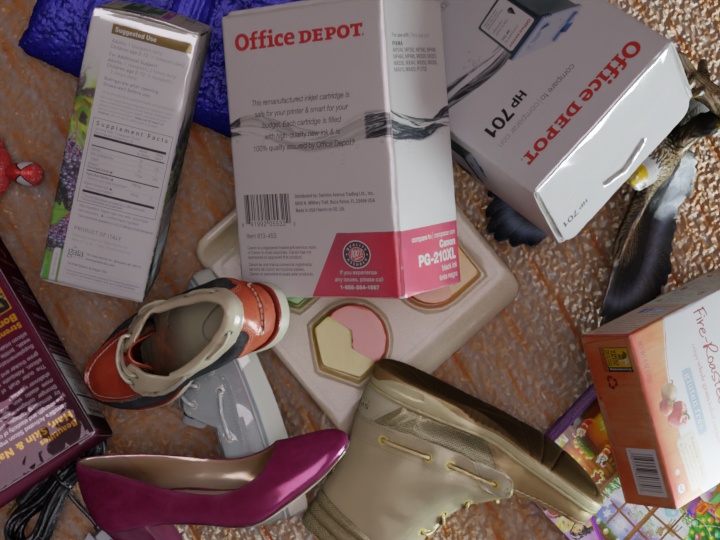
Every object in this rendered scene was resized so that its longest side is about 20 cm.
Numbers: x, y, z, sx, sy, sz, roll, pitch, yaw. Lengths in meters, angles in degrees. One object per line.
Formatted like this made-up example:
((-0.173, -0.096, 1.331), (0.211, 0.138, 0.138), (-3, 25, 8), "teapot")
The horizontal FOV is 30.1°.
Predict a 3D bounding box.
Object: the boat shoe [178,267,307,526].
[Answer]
((-0.103, 0.102, 1.017), (0.071, 0.070, 0.203), (-21, 96, -9), "boat shoe")

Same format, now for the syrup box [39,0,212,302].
((-0.170, -0.088, 0.976), (0.080, 0.079, 0.203), (13, 104, -4), "syrup box")

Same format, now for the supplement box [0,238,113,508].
((-0.280, 0.063, 0.971), (0.110, 0.086, 0.201), (-31, 84, -4), "supplement box")

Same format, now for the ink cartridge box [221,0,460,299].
((-0.014, -0.086, 0.944), (0.143, 0.084, 0.203), (0, 97, 35), "ink cartridge box")

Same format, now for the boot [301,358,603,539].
((0.068, 0.179, 1.020), (0.198, 0.073, 0.157), (28, 101, 2), "boot")

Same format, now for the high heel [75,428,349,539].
((-0.109, 0.139, 0.967), (0.198, 0.067, 0.097), (-28, 101, 19), "high heel")

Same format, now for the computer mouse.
((-0.176, 0.224, 1.025), (0.110, 0.044, 0.200), (-45, 96, -5), "computer mouse")

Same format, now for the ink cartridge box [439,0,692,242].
((0.117, -0.141, 0.980), (0.147, 0.086, 0.200), (-47, 55, -3), "ink cartridge box")

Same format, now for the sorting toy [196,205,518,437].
((0.000, 0.000, 1.043), (0.185, 0.036, 0.201), (-40, 96, -4), "sorting toy")

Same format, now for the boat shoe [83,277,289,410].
((-0.140, 0.055, 0.965), (0.199, 0.062, 0.072), (-22, 80, 36), "boat shoe")

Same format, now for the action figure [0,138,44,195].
((-0.336, -0.080, 0.998), (0.197, 0.052, 0.066), (4, 87, -9), "action figure")

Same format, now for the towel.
((-0.143, -0.198, 1.015), (0.198, 0.050, 0.149), (20, 88, -7), "towel")

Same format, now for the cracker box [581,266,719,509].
((0.270, 0.079, 1.023), (0.198, 0.057, 0.136), (-22, 99, -33), "cracker box")

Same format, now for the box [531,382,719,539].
((0.233, 0.187, 1.074), (0.137, 0.039, 0.200), (-45, 96, -3), "box")

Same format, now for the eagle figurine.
((0.210, -0.071, 1.038), (0.200, 0.150, 0.153), (-49, 52, 25), "eagle figurine")
